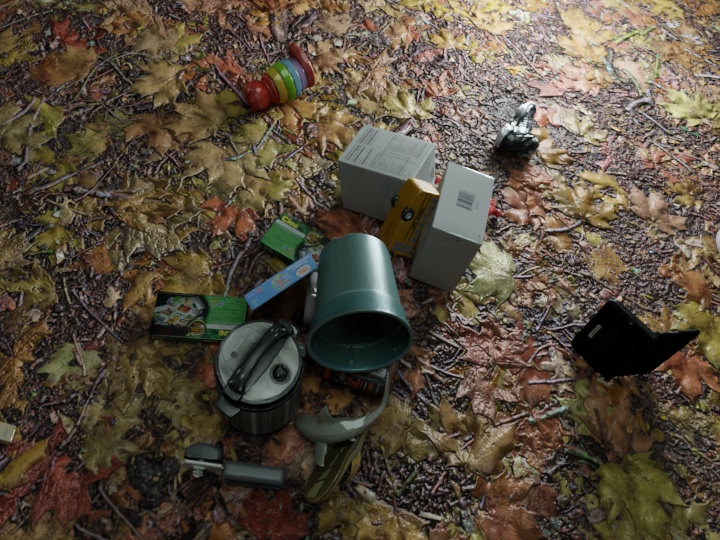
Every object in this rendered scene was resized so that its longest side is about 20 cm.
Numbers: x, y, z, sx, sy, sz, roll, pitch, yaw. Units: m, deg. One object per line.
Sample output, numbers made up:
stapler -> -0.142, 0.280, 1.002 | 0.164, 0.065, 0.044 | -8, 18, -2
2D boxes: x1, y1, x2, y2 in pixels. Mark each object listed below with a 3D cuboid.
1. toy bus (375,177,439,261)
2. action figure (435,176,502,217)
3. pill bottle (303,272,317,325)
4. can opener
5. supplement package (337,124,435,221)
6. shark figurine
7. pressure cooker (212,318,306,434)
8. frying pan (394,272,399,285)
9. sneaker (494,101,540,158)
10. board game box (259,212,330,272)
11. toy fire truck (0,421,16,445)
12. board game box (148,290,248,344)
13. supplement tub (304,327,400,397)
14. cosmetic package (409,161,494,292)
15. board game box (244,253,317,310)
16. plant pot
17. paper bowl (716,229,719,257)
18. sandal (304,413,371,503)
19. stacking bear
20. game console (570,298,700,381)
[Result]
toy bus -> 0.096, -0.103, 1.292 | 0.076, 0.204, 0.066 | 8, 30, -33
action figure -> 0.280, -0.182, 1.499 | 0.194, 0.052, 0.067 | 20, 61, -3
pill bottle -> -0.021, 0.074, 1.239 | 0.193, 0.114, 0.115 | 9, 55, -4
can opener -> -0.233, 0.360, 1.053 | 0.193, 0.053, 0.068 | 12, 55, -2
supplement package -> 0.067, -0.230, 1.403 | 0.195, 0.154, 0.152 | 20, 54, 21
shark figurine -> -0.034, 0.274, 1.072 | 0.208, 0.092, 0.129 | -19, 30, 6
pressure cooker -> -0.188, 0.193, 1.080 | 0.172, 0.202, 0.181 | -4, 58, -12
frying pan -> 0.004, -0.002, 1.310 | 0.184, 0.032, 0.115 | 19, 12, 6
sneaker -> 0.479, -0.400, 1.662 | 0.113, 0.076, 0.200 | 38, 65, 14
board game box -> -0.128, -0.051, 1.346 | 0.196, 0.024, 0.106 | 30, 58, 9
toy fire truck -> -0.718, 0.311, 0.971 | 0.193, 0.130, 0.181 | -11, 59, -5
board game box -> -0.340, 0.101, 1.219 | 0.192, 0.024, 0.108 | 5, 55, -6
supplement tub -> -0.020, 0.181, 1.175 | 0.194, 0.108, 0.109 | 18, 55, 3
cosmetic package -> 0.210, -0.098, 1.338 | 0.119, 0.202, 0.204 | 18, 55, 1
board game box -> -0.162, 0.024, 1.176 | 0.149, 0.200, 0.037 | -34, 93, -7
plant pot -> -0.006, 0.053, 1.087 | 0.193, 0.203, 0.201 | 2, 51, -8
paper bowl -> 1.041, -0.050, 1.516 | 0.193, 0.106, 0.206 | 4, 57, -7
sandal -> -0.029, 0.360, 1.087 | 0.055, 0.079, 0.200 | 55, 49, -16
stacking bear -> -0.232, -0.517, 1.592 | 0.198, 0.123, 0.114 | -36, 61, -18
game console -> 0.589, 0.147, 1.249 | 0.115, 0.202, 0.176 | -33, 66, -28
